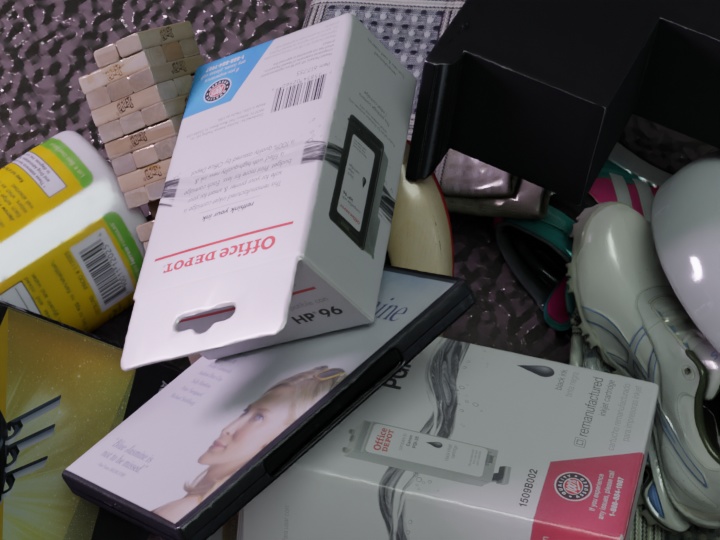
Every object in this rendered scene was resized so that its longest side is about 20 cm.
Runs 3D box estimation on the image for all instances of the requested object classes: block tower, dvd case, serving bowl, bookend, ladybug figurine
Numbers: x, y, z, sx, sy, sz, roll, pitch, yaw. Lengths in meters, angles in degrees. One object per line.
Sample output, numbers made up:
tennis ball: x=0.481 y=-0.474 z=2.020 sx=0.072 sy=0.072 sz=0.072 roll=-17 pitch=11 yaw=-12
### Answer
block tower: x=-0.096 y=-0.038 z=1.027 sx=0.058 sy=0.054 sz=0.201 roll=-26 pitch=98 yaw=-56
dvd case: x=-0.049 y=0.061 z=0.923 sx=0.200 sy=0.142 sz=0.018 roll=-40 pitch=114 yaw=-23
serving bowl: x=0.263 y=0.000 z=1.016 sx=0.199 sy=0.066 sz=0.201 roll=25 pitch=38 yaw=-21
bookend: x=0.158 y=-0.108 z=0.992 sx=0.199 sy=0.092 sz=0.199 roll=23 pitch=51 yaw=13
ladybug figurine: x=0.000 y=0.000 z=1.057 sx=0.135 sy=0.201 sz=0.072 roll=23 pitch=26 yaw=26

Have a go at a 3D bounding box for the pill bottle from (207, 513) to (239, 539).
pill bottle: x=0.004 y=0.190 z=1.003 sx=0.198 sy=0.111 sz=0.112 roll=2 pitch=68 yaw=-5

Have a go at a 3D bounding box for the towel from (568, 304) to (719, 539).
towel: x=0.203 y=0.134 z=1.067 sx=0.191 sy=0.035 sz=0.201 roll=15 pitch=65 yaw=-21

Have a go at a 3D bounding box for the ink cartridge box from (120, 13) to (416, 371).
ink cartridge box: x=-0.046 y=-0.027 z=0.942 sx=0.115 sy=0.068 sz=0.201 roll=-14 pitch=50 yaw=35

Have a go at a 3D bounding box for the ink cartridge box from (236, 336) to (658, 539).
ink cartridge box: x=0.048 y=0.110 z=0.952 sx=0.199 sy=0.083 sz=0.147 roll=12 pitch=33 yaw=11

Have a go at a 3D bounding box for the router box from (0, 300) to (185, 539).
router box: x=-0.195 y=0.125 z=0.981 sx=0.156 sy=0.052 sz=0.201 roll=22 pitch=85 yaw=-23

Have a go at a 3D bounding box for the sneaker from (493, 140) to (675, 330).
sneaker: x=0.166 y=-0.009 z=1.111 sx=0.199 sy=0.084 sz=0.121 roll=27 pitch=68 yaw=6

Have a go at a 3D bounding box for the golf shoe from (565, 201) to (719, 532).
golf shoe: x=0.186 y=0.045 z=1.014 sx=0.078 sy=0.097 sz=0.201 roll=-14 pitch=78 yaw=-28

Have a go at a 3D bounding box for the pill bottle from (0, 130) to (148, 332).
pill bottle: x=-0.225 y=0.014 z=1.049 sx=0.199 sy=0.111 sz=0.111 roll=-34 pitch=76 yaw=-17

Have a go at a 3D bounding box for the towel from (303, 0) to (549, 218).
towel: x=0.046 y=-0.128 z=1.125 sx=0.199 sy=0.035 sz=0.194 roll=7 pitch=63 yaw=21
